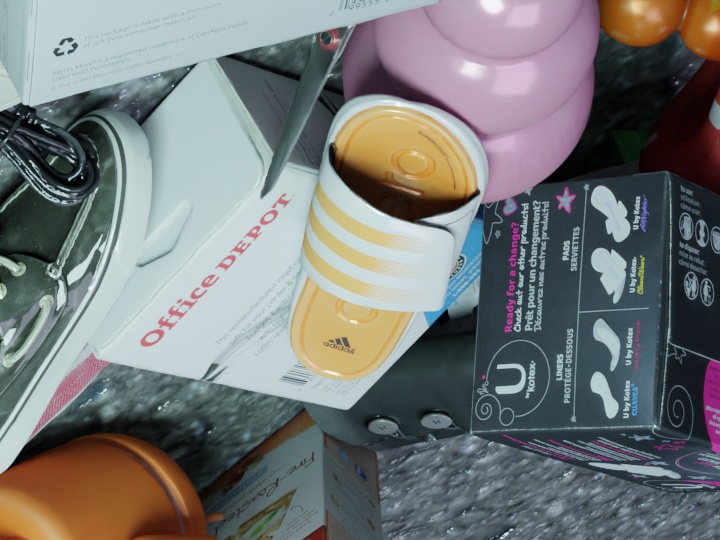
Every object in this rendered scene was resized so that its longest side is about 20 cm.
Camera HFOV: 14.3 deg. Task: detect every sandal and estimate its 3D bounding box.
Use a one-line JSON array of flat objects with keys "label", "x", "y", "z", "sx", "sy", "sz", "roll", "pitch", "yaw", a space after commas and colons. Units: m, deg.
[{"label": "sandal", "x": 0.008, "y": 0.002, "z": 1.364, "sx": 0.079, "sy": 0.059, "sz": 0.207, "roll": 14, "pitch": 138, "yaw": -2}]

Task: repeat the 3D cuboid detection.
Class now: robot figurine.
[{"label": "robot figurine", "x": -0.156, "y": 0.155, "z": 1.546, "sx": 0.144, "sy": 0.117, "sz": 0.200, "roll": -43, "pitch": 171, "yaw": 30}]

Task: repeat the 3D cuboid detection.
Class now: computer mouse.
[{"label": "computer mouse", "x": -0.222, "y": -0.013, "z": 1.323, "sx": 0.109, "sy": 0.044, "sz": 0.200, "roll": 36, "pitch": 113, "yaw": -28}]

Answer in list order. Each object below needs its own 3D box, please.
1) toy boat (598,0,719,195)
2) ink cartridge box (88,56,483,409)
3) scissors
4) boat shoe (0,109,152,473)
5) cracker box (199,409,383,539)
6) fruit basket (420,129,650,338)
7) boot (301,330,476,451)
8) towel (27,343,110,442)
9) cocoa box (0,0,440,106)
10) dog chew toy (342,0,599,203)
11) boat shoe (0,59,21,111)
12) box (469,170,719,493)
[{"label": "toy boat", "x": 0.180, "y": -0.128, "z": 1.474, "sx": 0.130, "sy": 0.131, "sz": 0.201, "roll": 16, "pitch": 118, "yaw": 1}, {"label": "ink cartridge box", "x": -0.041, "y": -0.016, "z": 1.462, "sx": 0.145, "sy": 0.084, "sz": 0.199, "roll": -46, "pitch": 146, "yaw": 22}, {"label": "scissors", "x": -0.011, "y": -0.120, "z": 1.297, "sx": 0.014, "sy": 0.073, "sz": 0.200, "roll": -24, "pitch": 159, "yaw": -51}, {"label": "boat shoe", "x": -0.165, "y": 0.012, "z": 1.374, "sx": 0.063, "sy": 0.071, "sz": 0.201, "roll": 12, "pitch": 109, "yaw": -50}, {"label": "cracker box", "x": -0.053, "y": 0.170, "z": 1.618, "sx": 0.134, "sy": 0.200, "sz": 0.058, "roll": -39, "pitch": 109, "yaw": 13}, {"label": "fruit basket", "x": 0.124, "y": -0.008, "z": 1.637, "sx": 0.199, "sy": 0.094, "sz": 0.186, "roll": -14, "pitch": 148, "yaw": 2}, {"label": "boot", "x": 0.051, "y": 0.044, "z": 1.585, "sx": 0.199, "sy": 0.066, "sz": 0.165, "roll": -5, "pitch": 146, "yaw": 33}, {"label": "towel", "x": -0.228, "y": 0.053, "z": 1.460, "sx": 0.146, "sy": 0.030, "sz": 0.200, "roll": -42, "pitch": 145, "yaw": 20}, {"label": "cocoa box", "x": -0.067, "y": -0.177, "z": 1.166, "sx": 0.199, "sy": 0.132, "sz": 0.134, "roll": -17, "pitch": 147, "yaw": -22}, {"label": "dog chew toy", "x": 0.058, "y": -0.112, "z": 1.348, "sx": 0.124, "sy": 0.125, "sz": 0.200, "roll": -22, "pitch": 164, "yaw": -14}, {"label": "boat shoe", "x": -0.235, "y": -0.086, "z": 1.212, "sx": 0.199, "sy": 0.062, "sz": 0.075, "roll": -13, "pitch": 163, "yaw": 12}, {"label": "box", "x": 0.156, "y": 0.035, "z": 1.462, "sx": 0.114, "sy": 0.133, "sz": 0.200, "roll": -5, "pitch": 166, "yaw": 35}]
